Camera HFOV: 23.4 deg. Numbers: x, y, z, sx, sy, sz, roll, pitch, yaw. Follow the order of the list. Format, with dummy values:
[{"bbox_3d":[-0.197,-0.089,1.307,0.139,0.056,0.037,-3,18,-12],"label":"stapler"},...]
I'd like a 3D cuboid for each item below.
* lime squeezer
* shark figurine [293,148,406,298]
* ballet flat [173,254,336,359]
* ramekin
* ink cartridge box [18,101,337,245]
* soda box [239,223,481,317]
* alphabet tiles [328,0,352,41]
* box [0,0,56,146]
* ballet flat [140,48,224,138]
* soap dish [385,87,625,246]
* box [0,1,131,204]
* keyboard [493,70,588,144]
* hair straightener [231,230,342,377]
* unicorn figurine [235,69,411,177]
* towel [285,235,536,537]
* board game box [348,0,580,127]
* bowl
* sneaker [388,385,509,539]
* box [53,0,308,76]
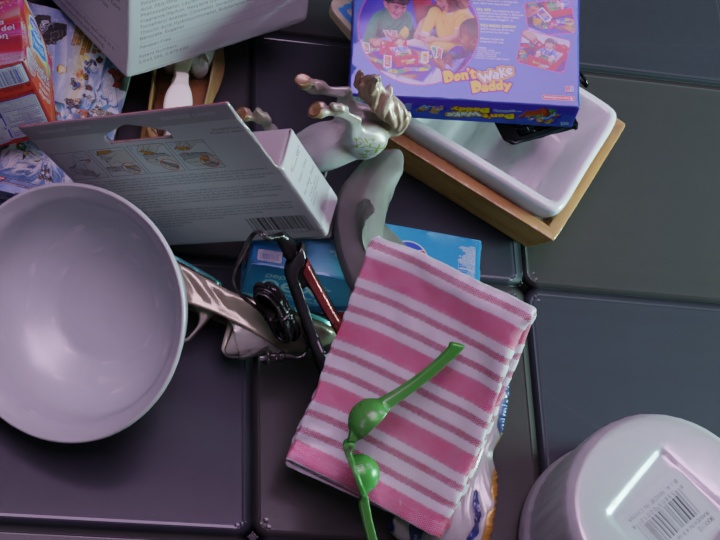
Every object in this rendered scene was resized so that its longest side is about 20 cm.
[{"bbox_3d":[0.018,0.143,1.346,0.070,0.038,0.201,14,95,-19],"label":"lime squeezer"},{"bbox_3d":[0.019,-0.013,1.412,0.127,0.090,0.215,-14,63,-21],"label":"shark figurine"},{"bbox_3d":[-0.119,0.038,1.445,0.199,0.070,0.070,24,57,-2],"label":"ballet flat"},{"bbox_3d":[0.237,0.215,1.414,0.199,0.098,0.202,7,59,-11],"label":"ramekin"},{"bbox_3d":[-0.143,-0.087,1.388,0.199,0.176,0.045,-3,55,27],"label":"ink cartridge box"},{"bbox_3d":[0.000,0.000,1.490,0.199,0.068,0.064,10,59,-10],"label":"soda box"},{"bbox_3d":[0.071,-0.247,1.588,0.200,0.015,0.196,-33,75,-28],"label":"alphabet tiles"},{"bbox_3d":[-0.359,-0.155,1.424,0.199,0.100,0.096,-13,56,1],"label":"box"},{"bbox_3d":[-0.155,-0.170,1.547,0.068,0.063,0.201,8,59,-8],"label":"ballet flat"},{"bbox_3d":[0.121,-0.125,1.587,0.199,0.081,0.158,32,58,4],"label":"soap dish"},{"bbox_3d":[-0.277,-0.138,1.509,0.136,0.040,0.201,14,58,-7],"label":"box"},{"bbox_3d":[0.136,-0.212,1.557,0.104,0.040,0.201,-17,69,-23],"label":"keyboard"},{"bbox_3d":[-0.049,0.053,1.400,0.077,0.201,0.041,-29,28,-3],"label":"hair straightener"},{"bbox_3d":[-0.044,-0.108,1.456,0.137,0.199,0.074,24,67,-52],"label":"unicorn figurine"},{"bbox_3d":[0.038,0.091,1.363,0.146,0.030,0.201,23,98,13],"label":"towel"},{"bbox_3d":[0.090,-0.201,1.514,0.199,0.045,0.135,4,72,-2],"label":"board game box"},{"bbox_3d":[-0.216,0.031,1.377,0.200,0.090,0.202,1,93,15],"label":"bowl"},{"bbox_3d":[0.070,0.133,1.426,0.088,0.075,0.201,11,62,-6],"label":"sneaker"},{"bbox_3d":[-0.173,-0.299,1.538,0.199,0.131,0.199,-22,51,-30],"label":"box"}]
